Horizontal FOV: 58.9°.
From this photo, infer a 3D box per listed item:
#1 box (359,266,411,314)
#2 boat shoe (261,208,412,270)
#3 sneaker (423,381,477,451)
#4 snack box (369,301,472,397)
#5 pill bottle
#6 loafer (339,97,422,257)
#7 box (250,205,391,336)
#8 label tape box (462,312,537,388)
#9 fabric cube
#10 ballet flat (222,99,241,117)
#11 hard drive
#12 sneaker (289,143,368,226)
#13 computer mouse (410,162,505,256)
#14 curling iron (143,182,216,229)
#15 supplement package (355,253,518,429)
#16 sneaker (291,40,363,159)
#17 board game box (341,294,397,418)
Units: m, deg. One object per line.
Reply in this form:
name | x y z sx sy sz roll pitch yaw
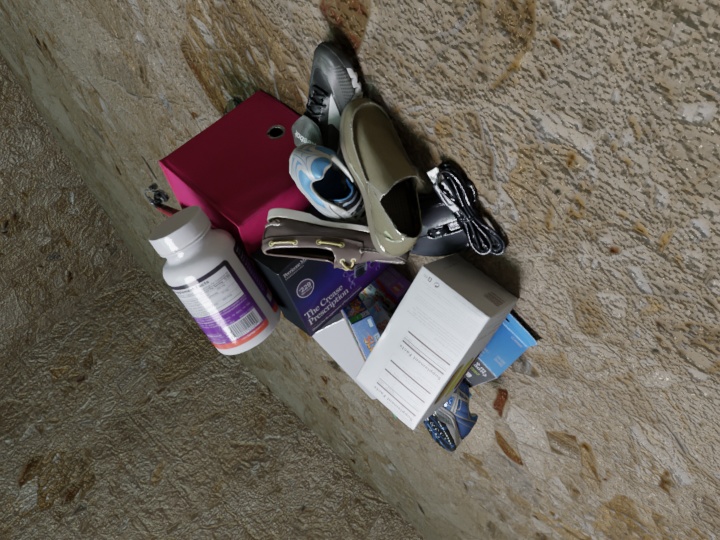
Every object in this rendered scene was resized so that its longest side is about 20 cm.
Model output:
box | 0.000 0.000 1.137 0.200 0.039 0.137 42 159 15
boat shoe | -0.031 -0.032 0.848 0.199 0.060 0.072 12 165 -1
sneaker | 0.121 0.183 1.006 0.076 0.077 0.200 7 126 59
snack box | 0.099 0.144 1.087 0.200 0.037 0.116 42 -175 -29
pill bottle | -0.207 0.013 0.904 0.111 0.111 0.200 15 140 55
loafer | 0.035 -0.116 0.776 0.068 0.076 0.201 -7 103 58
box | -0.046 -0.022 0.960 0.079 0.200 0.141 28 152 44
label tape box | 0.159 0.096 0.961 0.143 0.066 0.200 46 161 5
fabric cube | -0.156 -0.121 1.007 0.196 0.199 0.200 39 157 25
ballet flat | -0.219 -0.209 1.144 0.068 0.075 0.200 38 157 27
hard drive | 0.020 0.148 1.168 0.200 0.132 0.026 51 -156 -28
sneaker | -0.020 -0.092 0.837 0.072 0.072 0.200 42 -178 40
computer mouse | 0.087 -0.061 0.840 0.139 0.053 0.200 53 159 -15
curling iron | -0.281 -0.088 0.994 0.200 0.026 0.050 31 157 37
supplement package | 0.101 0.094 0.865 0.109 0.114 0.200 39 118 20
sneaker | -0.047 -0.194 0.813 0.066 0.090 0.200 39 157 19
board game box | 0.017 0.126 1.037 0.200 0.034 0.135 67 174 -30
